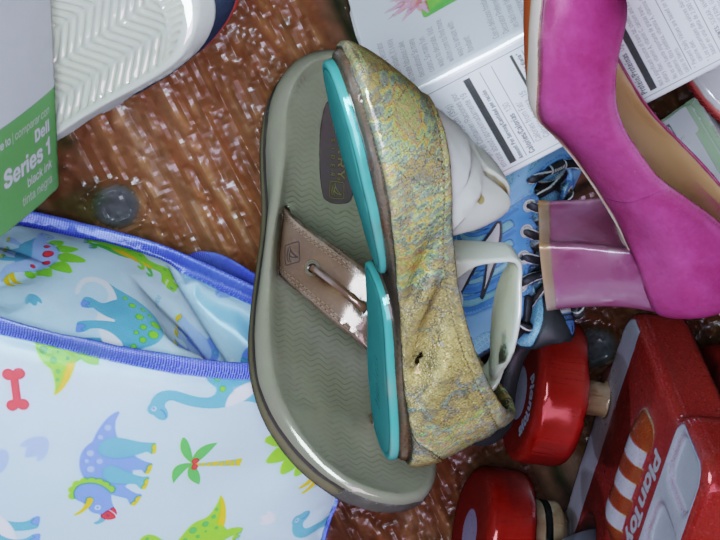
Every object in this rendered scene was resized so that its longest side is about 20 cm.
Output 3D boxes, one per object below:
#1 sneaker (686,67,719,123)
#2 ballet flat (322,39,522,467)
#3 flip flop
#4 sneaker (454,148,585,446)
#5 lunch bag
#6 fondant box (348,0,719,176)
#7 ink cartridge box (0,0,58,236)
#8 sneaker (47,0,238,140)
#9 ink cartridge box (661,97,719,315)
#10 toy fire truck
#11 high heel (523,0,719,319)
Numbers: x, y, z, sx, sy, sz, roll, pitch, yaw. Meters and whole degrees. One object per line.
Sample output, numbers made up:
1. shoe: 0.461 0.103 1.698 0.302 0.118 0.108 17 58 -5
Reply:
1. sneaker: 0.240 -0.071 1.253 0.200 0.078 0.116 34 112 -25
2. ballet flat: 0.028 -0.010 1.106 0.070 0.071 0.201 -10 129 -2
3. flip flop: 0.000 0.000 1.204 0.081 0.201 0.058 9 160 -29
4. sneaker: 0.072 -0.010 1.246 0.078 0.090 0.201 -11 134 -40
5. lunch bag: -0.106 0.079 1.266 0.199 0.128 0.171 14 118 -6
6. fondant box: 0.095 -0.125 1.160 0.199 0.144 0.058 -26 123 8
7. ink cartridge box: -0.198 -0.120 1.117 0.146 0.084 0.201 12 117 21
8. sneaker: -0.128 -0.089 1.199 0.199 0.085 0.075 -18 103 30
9. ink cartridge box: 0.193 0.034 1.223 0.048 0.200 0.146 -35 132 12
10. toy fire truck: 0.119 0.124 1.298 0.112 0.168 0.201 9 119 -13
11. high heel: 0.110 -0.062 1.075 0.096 0.068 0.200 -3 138 5
